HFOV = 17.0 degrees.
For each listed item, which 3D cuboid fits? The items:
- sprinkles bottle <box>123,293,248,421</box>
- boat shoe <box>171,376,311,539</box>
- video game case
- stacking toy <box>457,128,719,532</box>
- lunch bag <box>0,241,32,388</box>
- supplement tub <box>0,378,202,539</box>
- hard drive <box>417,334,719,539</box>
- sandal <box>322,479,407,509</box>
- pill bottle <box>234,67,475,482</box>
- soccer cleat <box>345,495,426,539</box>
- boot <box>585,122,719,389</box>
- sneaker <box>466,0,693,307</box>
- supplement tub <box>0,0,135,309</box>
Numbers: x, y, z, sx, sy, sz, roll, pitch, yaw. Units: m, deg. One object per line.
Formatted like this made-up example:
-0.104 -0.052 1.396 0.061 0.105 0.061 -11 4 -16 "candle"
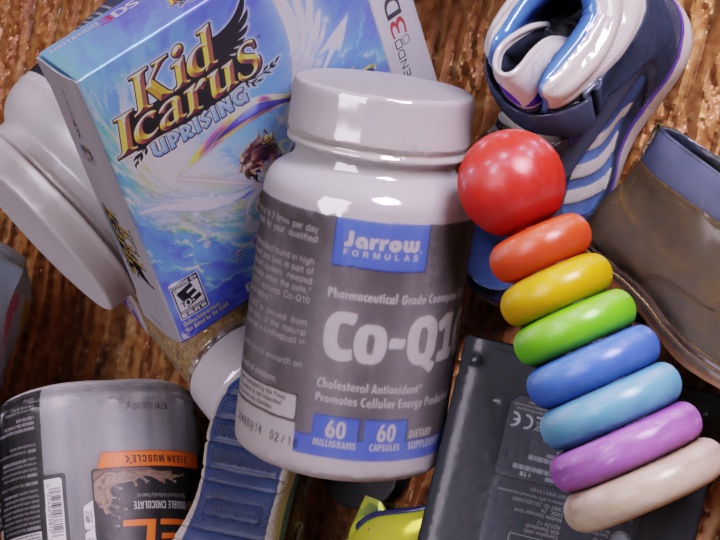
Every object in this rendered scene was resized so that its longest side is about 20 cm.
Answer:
-0.111 0.007 1.439 0.068 0.068 0.200 -52 57 18 "sprinkles bottle"
-0.064 0.161 1.346 0.072 0.072 0.200 13 73 25 "boat shoe"
-0.054 -0.087 1.288 0.200 0.182 0.045 -35 40 -19 "video game case"
0.104 0.024 1.189 0.085 0.085 0.200 -25 87 30 "stacking toy"
-0.288 0.081 1.470 0.200 0.127 0.170 -34 34 39 "lunch bag"
-0.148 0.171 1.404 0.122 0.122 0.201 -15 75 33 "supplement tub"
0.099 0.146 1.247 0.139 0.033 0.201 14 90 5 "hard drive"
-0.005 0.035 1.371 0.075 0.045 0.201 -11 76 36 "sandal"
0.000 0.000 1.262 0.114 0.114 0.201 17 107 36 "pill bottle"
0.009 0.170 1.322 0.200 0.065 0.084 -35 80 20 "soccer cleat"
0.192 0.005 1.216 0.200 0.075 0.097 35 106 36 "boot"
0.086 -0.076 1.258 0.081 0.146 0.200 38 104 29 "sneaker"
-0.111 -0.089 1.370 0.200 0.140 0.140 -44 56 -11 "supplement tub"
